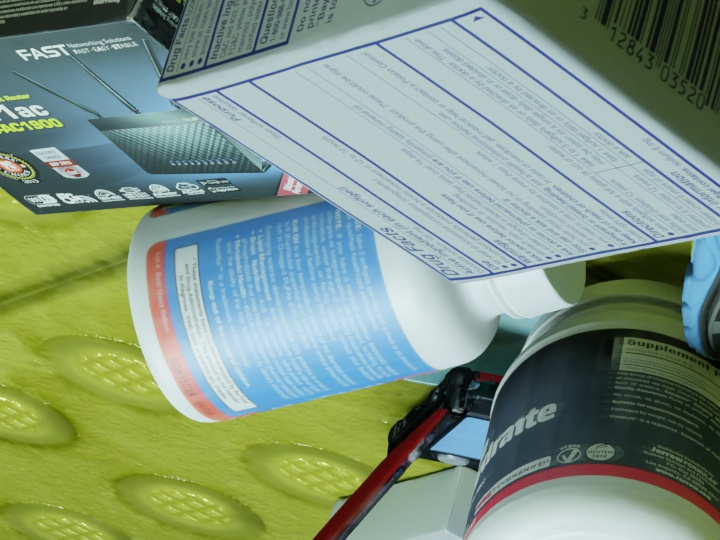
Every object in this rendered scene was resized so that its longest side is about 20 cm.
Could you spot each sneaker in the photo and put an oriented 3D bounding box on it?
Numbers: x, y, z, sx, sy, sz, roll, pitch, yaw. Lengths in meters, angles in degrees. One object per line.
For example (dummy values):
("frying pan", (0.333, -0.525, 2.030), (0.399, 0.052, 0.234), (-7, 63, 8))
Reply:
("sneaker", (0.193, -0.007, 1.308), (0.083, 0.071, 0.200), (15, 155, 10))

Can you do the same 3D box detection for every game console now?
("game console", (0.056, 0.132, 1.599), (0.172, 0.119, 0.200), (12, 166, -7))

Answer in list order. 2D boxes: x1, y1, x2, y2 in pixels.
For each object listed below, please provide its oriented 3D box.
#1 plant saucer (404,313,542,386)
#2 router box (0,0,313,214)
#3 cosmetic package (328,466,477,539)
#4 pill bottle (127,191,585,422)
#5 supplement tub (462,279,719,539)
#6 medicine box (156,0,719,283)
("plant saucer", (0.023, 0.008, 1.510), (0.200, 0.027, 0.200), (13, 156, 6))
("router box", (-0.122, -0.092, 1.334), (0.200, 0.062, 0.150), (-4, 148, 39))
("cosmetic package", (0.096, 0.196, 1.853), (0.200, 0.052, 0.151), (28, 151, -24))
("pill bottle", (0.000, 0.000, 1.365), (0.200, 0.112, 0.112), (-14, 146, 22))
("supplement tub", (0.125, 0.109, 1.379), (0.140, 0.200, 0.141), (5, 123, 8))
("medicine box", (0.053, -0.089, 1.176), (0.182, 0.103, 0.200), (33, 152, -33))
